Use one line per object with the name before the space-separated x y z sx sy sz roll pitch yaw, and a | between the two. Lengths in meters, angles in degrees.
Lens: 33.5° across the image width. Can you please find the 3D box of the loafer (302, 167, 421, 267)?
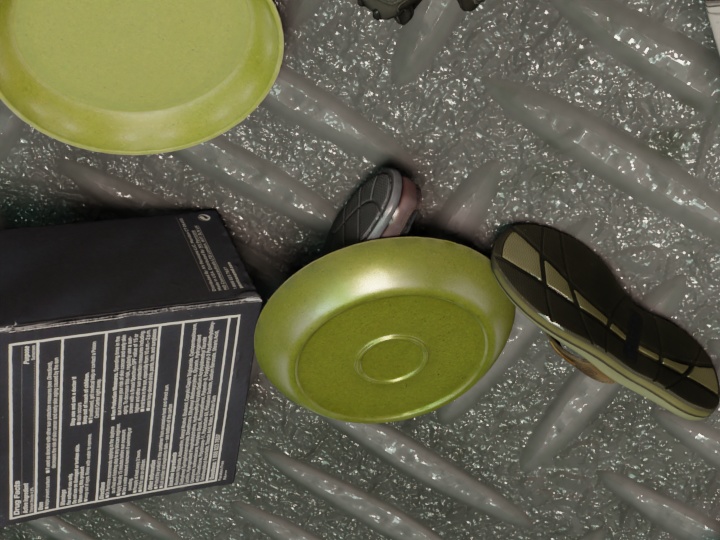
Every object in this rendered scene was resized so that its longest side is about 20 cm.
loafer | 0.000 0.000 0.897 0.062 0.072 0.200 20 136 -19

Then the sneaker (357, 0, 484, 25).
sneaker | -0.002 -0.203 0.747 0.198 0.071 0.099 6 122 14

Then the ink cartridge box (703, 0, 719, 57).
ink cartridge box | 0.253 -0.171 0.628 0.143 0.085 0.200 -10 141 25

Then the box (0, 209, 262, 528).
box | -0.196 0.072 0.917 0.196 0.124 0.202 -7 130 -25

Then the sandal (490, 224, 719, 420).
sandal | 0.169 0.047 0.856 0.200 0.080 0.057 38 141 -8

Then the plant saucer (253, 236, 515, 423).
plant saucer | 0.021 0.056 0.883 0.197 0.031 0.201 -7 138 -6

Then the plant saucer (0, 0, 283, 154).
plant saucer | -0.151 -0.156 0.802 0.197 0.031 0.201 -6 145 -4
